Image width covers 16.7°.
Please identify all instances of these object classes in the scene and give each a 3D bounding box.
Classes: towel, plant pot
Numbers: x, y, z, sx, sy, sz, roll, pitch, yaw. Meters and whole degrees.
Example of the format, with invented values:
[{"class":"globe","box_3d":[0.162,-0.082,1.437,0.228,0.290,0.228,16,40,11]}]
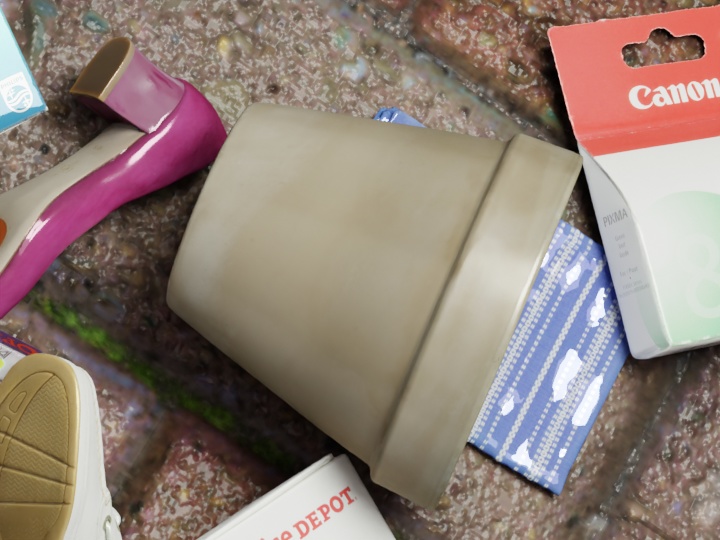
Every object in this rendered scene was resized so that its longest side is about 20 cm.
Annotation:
[{"class":"towel","box_3d":[0.063,0.015,1.388,0.200,0.024,0.145,33,72,-10]},{"class":"plant pot","box_3d":[0.000,0.000,1.278,0.173,0.200,0.201,23,72,4]}]

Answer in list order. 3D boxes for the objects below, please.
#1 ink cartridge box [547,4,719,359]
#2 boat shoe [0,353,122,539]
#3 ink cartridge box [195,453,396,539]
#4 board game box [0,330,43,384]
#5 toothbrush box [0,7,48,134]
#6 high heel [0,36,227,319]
[{"class":"ink cartridge box","box_3d":[0.207,-0.059,1.427,0.160,0.050,0.201,-10,84,-29]},{"class":"boat shoe","box_3d":[-0.155,0.138,1.252,0.069,0.071,0.201,-8,109,-53]},{"class":"ink cartridge box","box_3d":[-0.023,0.216,1.258,0.146,0.084,0.201,-29,88,-52]},{"class":"board game box","box_3d":[-0.275,0.050,1.243,0.199,0.032,0.120,28,101,-11]},{"class":"toothbrush box","box_3d":[-0.253,-0.148,1.232,0.085,0.146,0.201,-29,100,-22]},{"class":"high heel","box_3d":[-0.148,-0.020,1.312,0.096,0.067,0.200,42,82,-37]}]
